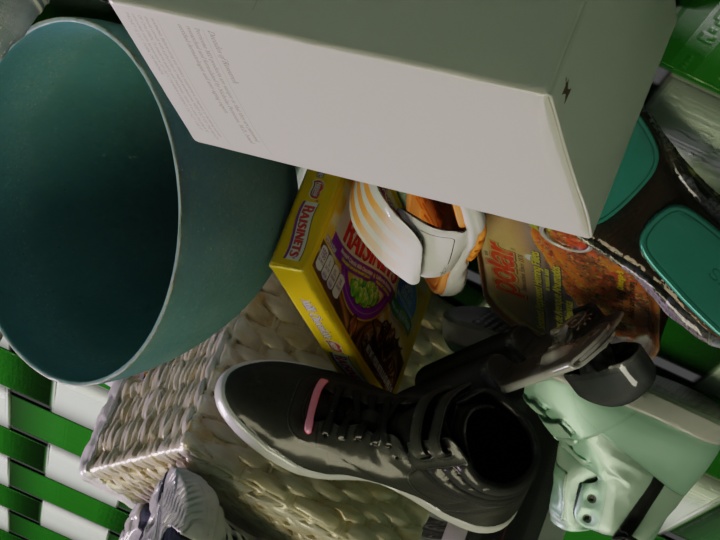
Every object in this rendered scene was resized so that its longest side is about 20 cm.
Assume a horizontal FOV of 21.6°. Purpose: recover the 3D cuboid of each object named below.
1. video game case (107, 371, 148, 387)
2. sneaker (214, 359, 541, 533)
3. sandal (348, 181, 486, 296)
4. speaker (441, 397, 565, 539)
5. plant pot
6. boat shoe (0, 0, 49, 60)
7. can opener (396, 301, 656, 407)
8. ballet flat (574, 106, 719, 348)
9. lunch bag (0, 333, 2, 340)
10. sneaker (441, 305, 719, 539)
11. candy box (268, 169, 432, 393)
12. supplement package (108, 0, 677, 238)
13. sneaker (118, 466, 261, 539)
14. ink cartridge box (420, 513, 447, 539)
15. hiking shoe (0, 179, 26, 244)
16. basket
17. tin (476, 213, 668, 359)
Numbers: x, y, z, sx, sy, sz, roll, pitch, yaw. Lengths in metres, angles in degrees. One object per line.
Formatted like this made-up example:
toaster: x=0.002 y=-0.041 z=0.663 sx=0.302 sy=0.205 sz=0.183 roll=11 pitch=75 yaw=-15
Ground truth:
video game case: x=-0.240 y=0.035 z=1.482 sx=0.181 sy=0.046 sz=0.200 roll=37 pitch=171 yaw=-31
sneaker: x=0.017 y=0.087 z=1.099 sx=0.199 sy=0.071 sz=0.099 roll=23 pitch=151 yaw=-7
sandal: x=0.027 y=-0.024 z=1.056 sx=0.207 sy=0.059 sz=0.079 roll=88 pitch=158 yaw=-68
speaker: x=0.102 y=0.174 z=1.301 sx=0.081 sy=0.201 sz=0.081 roll=20 pitch=159 yaw=8
plant pot: x=-0.114 y=-0.041 z=1.072 sx=0.134 sy=0.201 sz=0.200 roll=-5 pitch=-176 yaw=-44
boat shoe: x=-0.267 y=-0.164 z=1.052 sx=0.200 sy=0.072 sz=0.070 roll=18 pitch=159 yaw=25
can opener: x=0.096 y=0.071 z=1.121 sx=0.067 sy=0.053 sz=0.200 roll=51 pitch=146 yaw=-7
ballet flat: x=0.133 y=-0.038 z=0.937 sx=0.200 sy=0.072 sz=0.072 roll=45 pitch=154 yaw=-17
lunch bag: x=-0.307 y=-0.048 z=1.251 sx=0.117 sy=0.164 sz=0.200 roll=8 pitch=156 yaw=48
sneaker: x=0.126 y=0.106 z=1.211 sx=0.200 sy=0.119 sz=0.074 roll=25 pitch=-164 yaw=-6
candy box: x=0.000 y=0.000 z=1.129 sx=0.026 sy=0.103 sz=0.200 roll=10 pitch=156 yaw=21
supplement package: x=0.019 y=-0.111 z=0.808 sx=0.199 sy=0.122 sz=0.120 roll=15 pitch=158 yaw=23
sneaker: x=-0.081 y=0.189 z=1.174 sx=0.129 sy=0.080 sz=0.199 roll=24 pitch=153 yaw=-10
ink cartridge box: x=0.065 y=0.195 z=1.392 sx=0.145 sy=0.201 sz=0.083 roll=29 pitch=159 yaw=-15
hiking shoe: x=-0.219 y=-0.043 z=1.170 sx=0.199 sy=0.101 sz=0.076 roll=-4 pitch=133 yaw=-31
basket: x=-0.045 y=0.091 z=1.266 sx=0.200 sy=0.199 sz=0.161 roll=33 pitch=155 yaw=-23
tin: x=0.123 y=-0.004 z=1.079 sx=0.112 sy=0.042 sz=0.200 roll=14 pitch=158 yaw=13
